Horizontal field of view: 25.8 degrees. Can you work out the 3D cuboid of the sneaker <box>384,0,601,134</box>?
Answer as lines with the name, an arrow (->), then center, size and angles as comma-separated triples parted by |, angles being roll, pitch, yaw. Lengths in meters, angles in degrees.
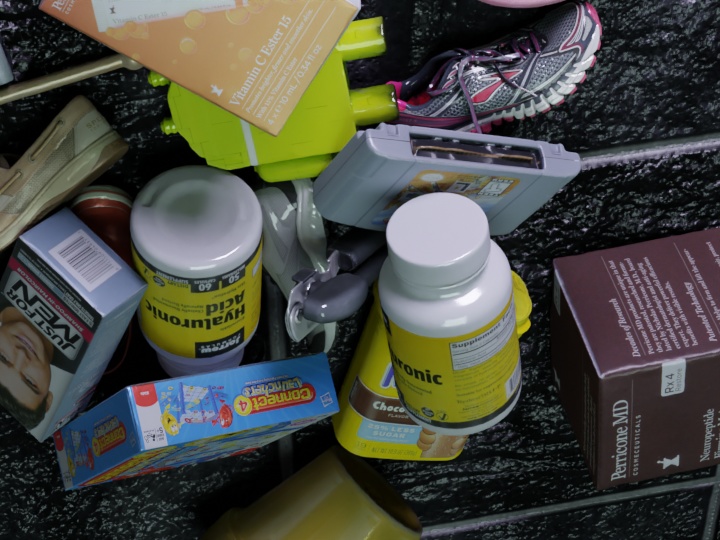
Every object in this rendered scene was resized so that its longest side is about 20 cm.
sneaker -> 0.109, -0.161, 1.301 | 0.199, 0.081, 0.075 | -32, 129, 15

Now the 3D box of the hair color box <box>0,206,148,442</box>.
hair color box -> -0.263, 0.050, 1.343 | 0.099, 0.061, 0.200 | 42, 136, 8

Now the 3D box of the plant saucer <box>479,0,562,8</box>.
plant saucer -> 0.136, -0.299, 1.205 | 0.199, 0.051, 0.201 | -8, 133, -9

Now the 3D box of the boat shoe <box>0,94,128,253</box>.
boat shoe -> -0.280, -0.068, 1.297 | 0.200, 0.071, 0.065 | -36, 95, 18

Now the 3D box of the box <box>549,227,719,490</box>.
box -> 0.300, 0.082, 1.512 | 0.198, 0.165, 0.167 | -12, 133, -5

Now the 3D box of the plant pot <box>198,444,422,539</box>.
plant pot -> -0.043, 0.290, 1.601 | 0.189, 0.201, 0.201 | -47, 128, 6

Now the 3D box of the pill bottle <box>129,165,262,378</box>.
pill bottle -> -0.140, 0.012, 1.358 | 0.110, 0.112, 0.201 | -7, 145, -9

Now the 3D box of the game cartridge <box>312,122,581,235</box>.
game cartridge -> 0.068, -0.071, 1.316 | 0.199, 0.042, 0.133 | 4, 151, -25

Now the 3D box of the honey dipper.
honey dipper -> -0.266, -0.146, 1.247 | 0.199, 0.038, 0.038 | -19, 133, -3

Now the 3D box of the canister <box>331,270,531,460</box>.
canister -> 0.063, 0.089, 1.510 | 0.147, 0.087, 0.201 | 4, 131, -18

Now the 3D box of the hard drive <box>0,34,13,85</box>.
hard drive -> -0.356, -0.209, 1.163 | 0.139, 0.033, 0.201 | -15, 133, -1

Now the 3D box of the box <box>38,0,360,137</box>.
box -> -0.114, -0.211, 1.151 | 0.199, 0.098, 0.125 | 27, 119, -16

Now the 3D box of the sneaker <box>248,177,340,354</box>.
sneaker -> -0.058, -0.008, 1.408 | 0.079, 0.074, 0.201 | -7, 127, 4

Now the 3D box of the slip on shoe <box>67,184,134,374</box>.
slip on shoe -> -0.225, 0.010, 1.378 | 0.073, 0.061, 0.201 | 0, 130, -13

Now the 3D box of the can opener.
can opener -> 0.000, 0.000, 1.352 | 0.066, 0.200, 0.053 | 15, 126, 26

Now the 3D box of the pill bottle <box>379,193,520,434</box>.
pill bottle -> 0.074, 0.035, 1.313 | 0.110, 0.112, 0.201 | -14, 135, -3

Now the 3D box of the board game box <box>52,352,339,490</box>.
board game box -> -0.151, 0.137, 1.414 | 0.195, 0.056, 0.200 | -9, 168, -31

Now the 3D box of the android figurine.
android figurine -> -0.072, -0.149, 1.273 | 0.198, 0.041, 0.183 | -9, 125, 7
